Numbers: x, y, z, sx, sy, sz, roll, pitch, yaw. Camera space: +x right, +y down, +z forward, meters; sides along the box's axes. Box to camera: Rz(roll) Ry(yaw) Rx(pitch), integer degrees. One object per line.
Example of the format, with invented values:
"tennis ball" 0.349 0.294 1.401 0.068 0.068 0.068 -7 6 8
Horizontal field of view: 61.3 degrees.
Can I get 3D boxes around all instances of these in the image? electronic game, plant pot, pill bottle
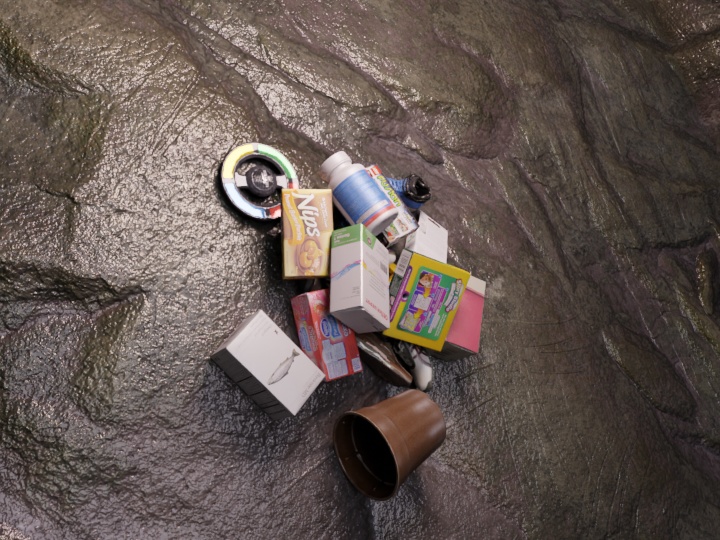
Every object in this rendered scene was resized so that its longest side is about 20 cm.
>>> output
"electronic game" -0.238 -0.212 1.450 0.199 0.042 0.202 11 68 -27
"plant pot" 0.075 0.370 1.359 0.197 0.200 0.202 -21 85 -42
"pill bottle" -0.010 -0.179 1.434 0.112 0.112 0.201 -32 80 -34

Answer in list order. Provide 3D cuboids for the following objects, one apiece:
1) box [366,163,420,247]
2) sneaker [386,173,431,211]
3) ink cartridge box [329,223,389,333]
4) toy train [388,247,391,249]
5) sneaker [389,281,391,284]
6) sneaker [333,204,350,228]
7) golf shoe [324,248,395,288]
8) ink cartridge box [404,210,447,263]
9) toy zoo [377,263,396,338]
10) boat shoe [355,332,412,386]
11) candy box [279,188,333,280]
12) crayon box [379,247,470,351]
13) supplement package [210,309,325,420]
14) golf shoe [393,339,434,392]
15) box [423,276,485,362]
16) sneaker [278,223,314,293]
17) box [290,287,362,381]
"box" 0.050 -0.163 1.525 0.110 0.035 0.201 -28 80 -31
"sneaker" 0.096 -0.224 1.610 0.199 0.111 0.077 22 63 -22
"ink cartridge box" 0.000 0.022 1.353 0.145 0.083 0.202 42 42 -53
"toy train" -0.010 -0.071 1.545 0.198 0.034 0.046 7 58 -28
"sneaker" 0.124 0.050 1.507 0.199 0.115 0.074 -14 79 -35
"sneaker" 0.014 -0.123 1.556 0.199 0.073 0.112 38 59 -4
"golf shoe" 0.000 0.000 1.504 0.198 0.073 0.093 -14 87 -22
"ink cartridge box" 0.177 -0.066 1.631 0.109 0.050 0.201 35 35 -16
"toy zoo" 0.064 0.055 1.551 0.131 0.020 0.201 41 57 -12
"boat shoe" 0.053 0.203 1.464 0.200 0.076 0.072 42 56 -14
"candy box" -0.121 -0.082 1.379 0.114 0.055 0.202 -1 81 -14
"crayon box" 0.145 0.070 1.426 0.171 0.058 0.201 19 96 -28
"supplement package" -0.196 0.203 1.289 0.200 0.117 0.117 46 56 -10
"golf shoe" 0.124 0.206 1.504 0.087 0.077 0.202 -4 73 -29
"box" 0.235 0.117 1.567 0.108 0.128 0.202 22 63 -22
"sneaker" -0.144 -0.048 1.436 0.113 0.076 0.201 9 84 -5
"box" -0.079 0.144 1.380 0.099 0.095 0.202 -12 87 -33
